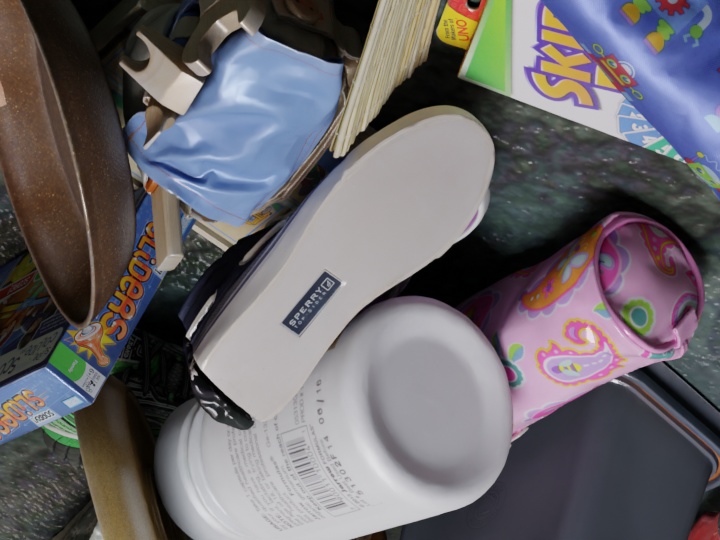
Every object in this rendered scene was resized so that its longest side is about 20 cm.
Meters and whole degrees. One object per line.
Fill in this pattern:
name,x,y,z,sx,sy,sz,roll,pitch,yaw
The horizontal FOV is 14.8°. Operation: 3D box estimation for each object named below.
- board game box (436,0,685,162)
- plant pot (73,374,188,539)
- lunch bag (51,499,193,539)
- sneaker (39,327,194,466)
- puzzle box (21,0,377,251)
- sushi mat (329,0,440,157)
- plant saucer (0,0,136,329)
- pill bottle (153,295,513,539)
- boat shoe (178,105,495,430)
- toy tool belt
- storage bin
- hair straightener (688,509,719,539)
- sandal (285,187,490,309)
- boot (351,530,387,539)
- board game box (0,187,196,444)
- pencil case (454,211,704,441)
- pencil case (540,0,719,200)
board game box,0.138,-0.103,1.359,0.199,0.030,0.096,22,142,1
plant pot,-0.120,0.145,1.557,0.027,0.200,0.200,-16,136,1
lunch bag,-0.123,0.218,1.797,0.164,0.118,0.200,29,147,-10
sneaker,-0.116,0.079,1.654,0.199,0.078,0.085,2,139,23
puzzle box,-0.071,-0.067,1.497,0.200,0.025,0.133,34,141,-17
sushi mat,0.028,-0.142,1.303,0.012,0.096,0.200,31,144,9
plant saucer,-0.154,-0.071,1.413,0.037,0.201,0.201,-17,146,-17
pill bottle,-0.021,0.090,1.495,0.114,0.115,0.200,39,145,-23
boat shoe,-0.020,-0.017,1.414,0.200,0.093,0.075,-44,116,5
toy tool belt,-0.053,-0.098,1.346,0.124,0.123,0.200,21,133,-13
storage bin,0.111,0.154,1.597,0.145,0.135,0.200,40,139,-24
hair straightener,0.239,0.137,1.605,0.077,0.041,0.200,-3,140,-24
sandal,-0.006,-0.004,1.483,0.082,0.050,0.203,30,140,-13
boot,-0.016,0.224,1.597,0.073,0.200,0.155,-4,132,25
board game box,-0.181,0.035,1.560,0.034,0.136,0.200,39,148,-18
pencil case,0.097,0.041,1.502,0.087,0.088,0.200,35,139,-19
pencil case,0.141,-0.120,1.272,0.200,0.087,0.078,47,169,-16
